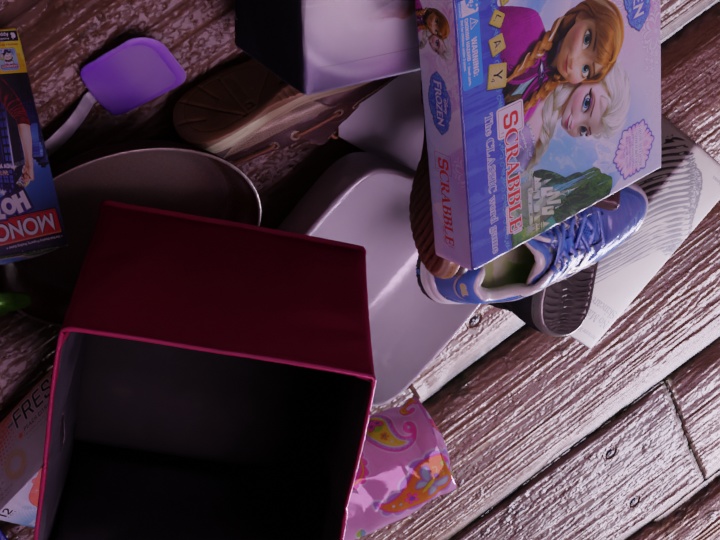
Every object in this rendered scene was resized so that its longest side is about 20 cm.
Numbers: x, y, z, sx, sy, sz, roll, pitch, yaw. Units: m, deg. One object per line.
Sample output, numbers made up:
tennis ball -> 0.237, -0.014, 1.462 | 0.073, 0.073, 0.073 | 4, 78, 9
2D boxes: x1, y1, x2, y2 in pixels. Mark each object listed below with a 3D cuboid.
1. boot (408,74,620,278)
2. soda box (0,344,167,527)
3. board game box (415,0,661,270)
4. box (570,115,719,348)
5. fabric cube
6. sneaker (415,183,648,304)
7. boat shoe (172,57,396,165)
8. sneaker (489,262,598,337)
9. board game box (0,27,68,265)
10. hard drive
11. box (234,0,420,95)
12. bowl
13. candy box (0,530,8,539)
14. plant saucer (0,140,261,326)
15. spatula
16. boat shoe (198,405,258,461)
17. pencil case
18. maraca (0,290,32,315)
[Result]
boot -> 0.124, -0.069, 1.277 | 0.166, 0.201, 0.072 | 15, 147, -19
soda box -> -0.207, 0.109, 1.300 | 0.200, 0.068, 0.063 | -45, 141, 17
board game box -> 0.128, -0.128, 1.173 | 0.199, 0.041, 0.201 | -28, 127, -32
box -> 0.229, -0.035, 1.503 | 0.082, 0.068, 0.200 | 29, 104, -44
fabric cube -> -0.104, 0.094, 1.141 | 0.195, 0.200, 0.201 | 9, 114, -7
sneaker -> 0.145, -0.015, 1.332 | 0.199, 0.077, 0.076 | -24, 110, -18
boat shoe -> -0.042, -0.129, 1.261 | 0.199, 0.072, 0.072 | -30, 148, -12
sneaker -> 0.155, -0.053, 1.435 | 0.075, 0.106, 0.201 | 14, 95, -36
board game box -> -0.294, -0.043, 1.079 | 0.199, 0.062, 0.201 | -11, 88, -39
hard drive -> 0.077, -0.129, 1.362 | 0.200, 0.026, 0.132 | 26, 106, -43
box -> 0.022, -0.244, 1.153 | 0.199, 0.123, 0.199 | -16, 122, -24
bowl -> 0.000, 0.000, 1.371 | 0.200, 0.075, 0.200 | 26, 108, -44
candy box -> -0.264, 0.329, 1.381 | 0.077, 0.169, 0.200 | -30, 134, -4
plant saucer -> -0.171, -0.030, 1.238 | 0.199, 0.032, 0.201 | -15, 145, -11
spatula -> -0.214, -0.095, 1.199 | 0.200, 0.021, 0.057 | -39, 136, -2
boat shoe -> -0.089, 0.093, 1.289 | 0.201, 0.072, 0.060 | -37, 148, 1
pencil case -> -0.025, 0.175, 1.335 | 0.199, 0.088, 0.088 | -27, 134, -3
maraca -> -0.324, 0.038, 1.161 | 0.199, 0.137, 0.108 | -10, 91, -34
